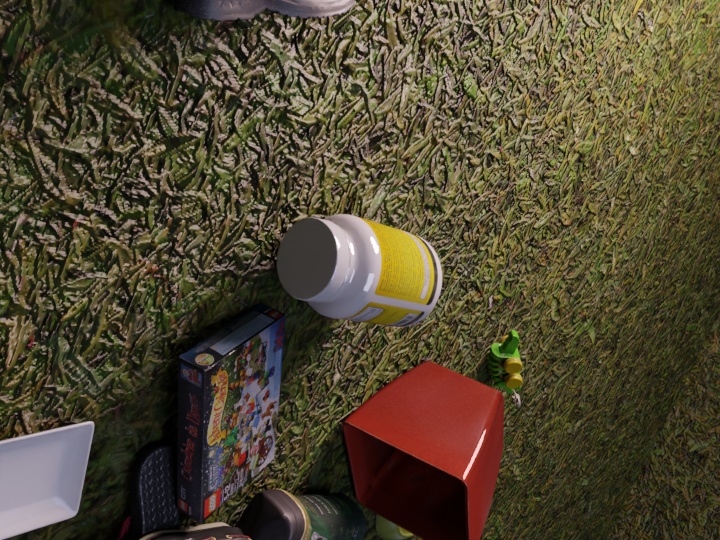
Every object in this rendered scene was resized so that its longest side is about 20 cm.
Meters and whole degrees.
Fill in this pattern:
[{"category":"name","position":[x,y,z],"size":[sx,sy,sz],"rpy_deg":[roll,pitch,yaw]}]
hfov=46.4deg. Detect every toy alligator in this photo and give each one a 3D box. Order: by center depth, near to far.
[{"category":"toy alligator","position":[0.245,0.176,1.434],"size":[0.053,0.060,0.203],"rpy_deg":[-8,135,3]}]

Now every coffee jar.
[{"category":"coffee jar","position":[-0.080,0.347,1.110],"size":[0.106,0.085,0.199],"rpy_deg":[-58,146,3]}]

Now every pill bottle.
[{"category":"pill bottle","position":[0.000,0.000,0.945],"size":[0.198,0.111,0.115],"rpy_deg":[13,104,-54]}]

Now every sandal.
[{"category":"sandal","position":[-0.233,0.282,0.919],"size":[0.074,0.044,0.205],"rpy_deg":[-9,106,-55]}]

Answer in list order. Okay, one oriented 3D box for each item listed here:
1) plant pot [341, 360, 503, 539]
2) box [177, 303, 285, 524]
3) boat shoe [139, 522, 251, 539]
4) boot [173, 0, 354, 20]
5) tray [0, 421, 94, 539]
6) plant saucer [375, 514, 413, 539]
[{"category":"plant pot","position":[0.111,0.255,1.208],"size":[0.177,0.197,0.203],"rpy_deg":[-47,145,-34]},{"category":"box","position":[-0.141,0.155,0.916],"size":[0.136,0.037,0.204],"rpy_deg":[-36,139,-51]},{"category":"boat shoe","position":[-0.189,0.321,0.903],"size":[0.199,0.062,0.076],"rpy_deg":[3,98,-55]},{"category":"boot","position":[-0.071,-0.283,0.701],"size":[0.198,0.069,0.135],"rpy_deg":[-22,125,-47]},{"category":"tray","position":[-0.333,0.194,0.739],"size":[0.198,0.022,0.110],"rpy_deg":[-5,119,-50]},{"category":"plant saucer","position":[0.103,0.371,1.407],"size":[0.198,0.031,0.204],"rpy_deg":[-30,134,-36]}]
